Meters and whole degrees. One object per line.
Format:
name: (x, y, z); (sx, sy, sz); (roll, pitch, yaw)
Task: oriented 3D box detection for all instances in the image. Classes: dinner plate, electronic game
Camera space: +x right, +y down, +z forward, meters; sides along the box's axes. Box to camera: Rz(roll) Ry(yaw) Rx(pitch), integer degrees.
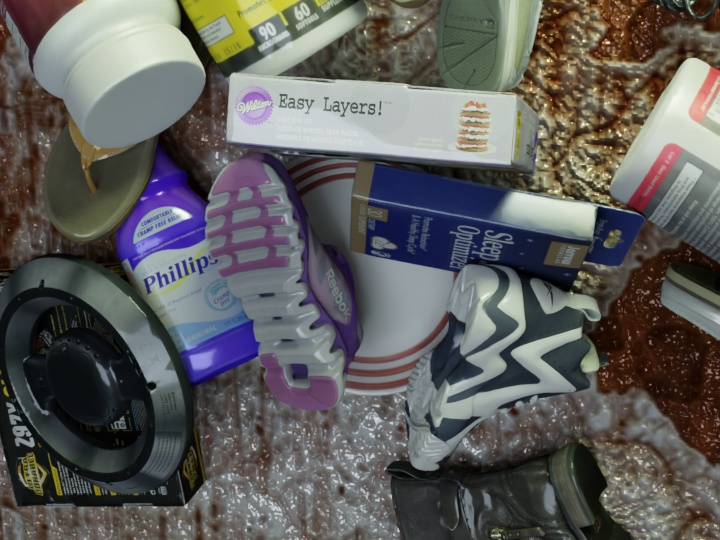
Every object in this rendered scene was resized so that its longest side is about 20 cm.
dinner plate: (0.000, 0.000, 1.319); (0.199, 0.024, 0.201); (6, 112, 15)
electronic game: (-0.207, 0.081, 1.329); (0.199, 0.042, 0.201); (18, 122, 31)

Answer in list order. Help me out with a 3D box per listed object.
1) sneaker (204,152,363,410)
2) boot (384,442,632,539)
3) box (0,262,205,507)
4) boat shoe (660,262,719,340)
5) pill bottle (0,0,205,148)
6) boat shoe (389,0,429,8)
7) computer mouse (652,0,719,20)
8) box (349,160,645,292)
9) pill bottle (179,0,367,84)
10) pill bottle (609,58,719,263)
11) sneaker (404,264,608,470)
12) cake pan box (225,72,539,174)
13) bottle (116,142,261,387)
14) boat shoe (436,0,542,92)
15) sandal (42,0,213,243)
sneaker: (-0.048, 0.000, 1.270); (0.080, 0.088, 0.201); (-1, 119, 34)
boot: (0.121, 0.225, 1.354); (0.173, 0.069, 0.201); (-16, 101, 27)
box: (-0.223, 0.096, 1.409); (0.159, 0.049, 0.201); (-3, 110, 20)
boat shoe: (0.295, 0.065, 1.226); (0.199, 0.075, 0.069); (29, 110, 4)
pill bottle: (-0.196, -0.193, 1.215); (0.114, 0.114, 0.201); (-42, 68, 26)
boat shoe: (-0.010, -0.263, 1.141); (0.200, 0.072, 0.076); (35, 144, -13)
computer mouse: (0.304, -0.181, 1.147); (0.200, 0.053, 0.139); (42, 115, 10)
box: (0.092, -0.026, 1.213); (0.199, 0.121, 0.033); (9, 73, 2)
pill bottle: (-0.090, -0.237, 1.206); (0.114, 0.114, 0.201); (-26, 101, 24)
pill bottle: (0.279, -0.048, 1.168); (0.199, 0.111, 0.111); (32, 116, 4)
sneaker: (0.113, 0.080, 1.276); (0.129, 0.080, 0.200); (7, 127, -15)
cake pan box: (0.017, -0.099, 1.177); (0.199, 0.184, 0.053); (5, 90, 9)
bottle: (-0.142, -0.015, 1.314); (0.083, 0.065, 0.201); (-24, 85, -4)
boat shoe: (0.100, -0.220, 1.190); (0.074, 0.065, 0.203); (16, 110, 31)
sandal: (-0.176, -0.117, 1.270); (0.080, 0.054, 0.201); (32, 91, 17)
